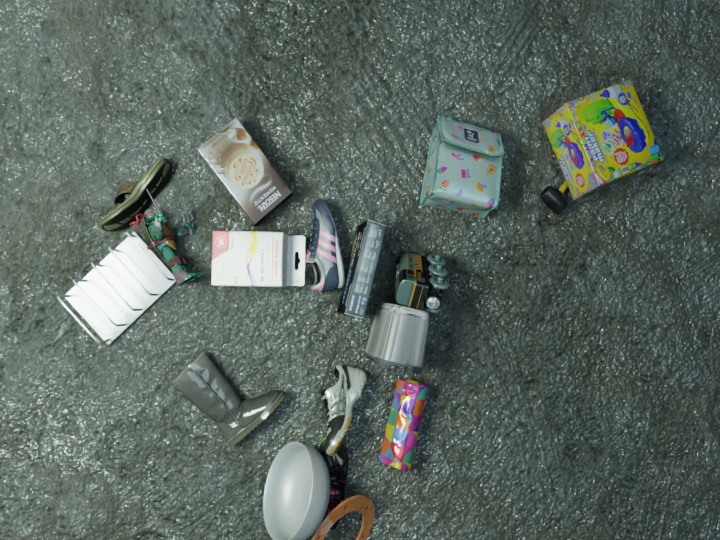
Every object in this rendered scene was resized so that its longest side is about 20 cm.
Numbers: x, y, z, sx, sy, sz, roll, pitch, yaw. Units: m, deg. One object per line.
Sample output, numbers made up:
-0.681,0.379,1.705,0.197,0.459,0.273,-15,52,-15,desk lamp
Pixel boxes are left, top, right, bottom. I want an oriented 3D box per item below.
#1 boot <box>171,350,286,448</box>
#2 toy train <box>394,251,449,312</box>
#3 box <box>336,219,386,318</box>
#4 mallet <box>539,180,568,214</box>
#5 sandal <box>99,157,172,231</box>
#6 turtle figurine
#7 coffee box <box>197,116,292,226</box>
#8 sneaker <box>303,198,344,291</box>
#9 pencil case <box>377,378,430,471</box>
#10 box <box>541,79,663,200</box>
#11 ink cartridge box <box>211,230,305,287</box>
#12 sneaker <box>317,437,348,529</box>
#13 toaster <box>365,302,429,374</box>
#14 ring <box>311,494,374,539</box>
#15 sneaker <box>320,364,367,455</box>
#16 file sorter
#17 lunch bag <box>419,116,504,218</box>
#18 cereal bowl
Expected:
-0.284,0.257,1.513,0.181,0.073,0.202,-38,89,-11,boot
0.131,0.018,1.531,0.111,0.201,0.087,14,117,-5,toy train
0.000,0.000,1.518,0.045,0.159,0.206,14,87,-8,box
0.518,-0.219,1.681,0.199,0.041,0.066,-42,95,-12,mallet
-0.481,-0.164,1.484,0.057,0.080,0.202,35,76,10,sandal
-0.401,-0.069,1.465,0.099,0.150,0.204,-26,91,16,turtle figurine
-0.249,-0.212,1.517,0.114,0.080,0.201,-39,95,-8,coffee box
-0.092,-0.054,1.542,0.080,0.070,0.206,-12,90,-22,sneaker
0.098,0.347,1.569,0.086,0.088,0.206,15,88,-9,pencil case
0.563,-0.303,1.628,0.189,0.122,0.205,-22,86,-15,box
-0.218,-0.024,1.504,0.194,0.067,0.120,0,88,3,ink cartridge box
-0.059,0.470,1.533,0.074,0.084,0.207,-1,89,-11,sneaker
0.082,0.144,1.508,0.111,0.200,0.133,12,87,-11,toaster
-0.045,0.575,1.510,0.198,0.019,0.205,-26,130,-35,ring
-0.054,0.304,1.533,0.086,0.076,0.203,21,59,1,sneaker
-0.505,0.036,1.443,0.200,0.124,0.139,-44,95,-8,file sorter
0.235,-0.242,1.588,0.166,0.122,0.206,12,78,-7,lunch bag
-0.125,0.473,1.477,0.082,0.198,0.205,21,85,-33,cereal bowl
